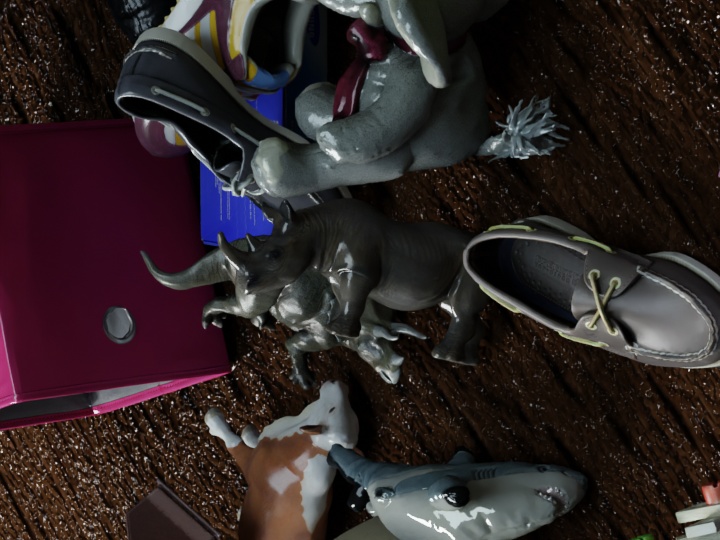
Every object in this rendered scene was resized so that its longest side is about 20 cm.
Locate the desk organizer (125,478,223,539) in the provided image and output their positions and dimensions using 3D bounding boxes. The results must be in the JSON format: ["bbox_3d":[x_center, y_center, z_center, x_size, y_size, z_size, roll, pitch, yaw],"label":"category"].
[{"bbox_3d":[-0.129,0.249,1.862,0.072,0.077,0.200,37,154,36],"label":"desk organizer"}]

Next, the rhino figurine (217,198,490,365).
[{"bbox_3d":[0.000,0.000,1.676,0.060,0.200,0.088,-169,93,-70],"label":"rhino figurine"}]

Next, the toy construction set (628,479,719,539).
[{"bbox_3d":[0.201,0.225,1.547,0.131,0.092,0.200,156,112,-73],"label":"toy construction set"}]

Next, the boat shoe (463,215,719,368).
[{"bbox_3d":[0.147,0.015,1.600,0.200,0.059,0.072,25,114,44],"label":"boat shoe"}]

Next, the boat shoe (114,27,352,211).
[{"bbox_3d":[-0.086,-0.073,1.742,0.200,0.063,0.073,44,139,-18],"label":"boat shoe"}]

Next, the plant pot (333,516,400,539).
[{"bbox_3d":[0.004,0.267,1.745,0.200,0.134,0.201,11,104,47],"label":"plant pot"}]

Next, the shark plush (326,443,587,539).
[{"bbox_3d":[0.056,0.149,1.716,0.200,0.083,0.091,-3,126,54],"label":"shark plush"}]

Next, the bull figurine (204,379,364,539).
[{"bbox_3d":[-0.059,0.162,1.853,0.121,0.065,0.200,30,117,46],"label":"bull figurine"}]

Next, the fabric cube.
[{"bbox_3d":[-0.240,0.007,1.937,0.200,0.196,0.200,-19,80,49],"label":"fabric cube"}]

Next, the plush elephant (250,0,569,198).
[{"bbox_3d":[0.024,-0.143,1.647,0.200,0.165,0.155,-2,110,20],"label":"plush elephant"}]

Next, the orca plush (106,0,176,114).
[{"bbox_3d":[-0.187,-0.215,1.934,0.105,0.071,0.200,-5,92,49],"label":"orca plush"}]

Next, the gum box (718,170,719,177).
[{"bbox_3d":[0.292,-0.056,1.419,0.200,0.066,0.114,43,124,37],"label":"gum box"}]

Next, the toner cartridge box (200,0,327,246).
[{"bbox_3d":[-0.068,-0.115,1.837,0.095,0.043,0.200,10,103,46],"label":"toner cartridge box"}]

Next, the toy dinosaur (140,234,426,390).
[{"bbox_3d":[-0.049,0.014,1.786,0.200,0.077,0.102,32,131,6],"label":"toy dinosaur"}]

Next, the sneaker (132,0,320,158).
[{"bbox_3d":[-0.092,-0.138,1.772,0.090,0.075,0.200,56,133,33],"label":"sneaker"}]
